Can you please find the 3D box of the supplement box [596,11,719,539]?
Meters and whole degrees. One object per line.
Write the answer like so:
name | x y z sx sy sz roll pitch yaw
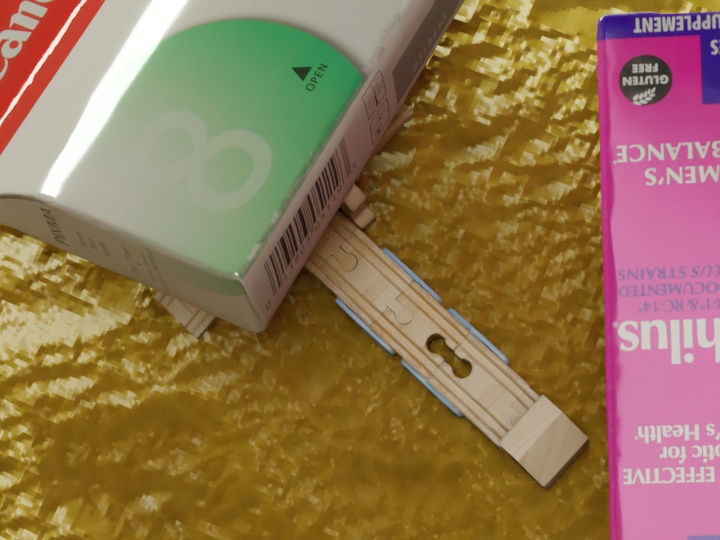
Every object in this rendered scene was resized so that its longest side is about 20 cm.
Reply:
supplement box | 0.131 0.024 0.772 0.100 0.103 0.202 -3 76 8

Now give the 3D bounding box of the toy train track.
toy train track | 0.000 0.000 0.837 0.200 0.033 0.115 43 85 17

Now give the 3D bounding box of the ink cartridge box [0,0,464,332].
ink cartridge box | -0.083 -0.085 0.845 0.199 0.050 0.162 23 66 18
